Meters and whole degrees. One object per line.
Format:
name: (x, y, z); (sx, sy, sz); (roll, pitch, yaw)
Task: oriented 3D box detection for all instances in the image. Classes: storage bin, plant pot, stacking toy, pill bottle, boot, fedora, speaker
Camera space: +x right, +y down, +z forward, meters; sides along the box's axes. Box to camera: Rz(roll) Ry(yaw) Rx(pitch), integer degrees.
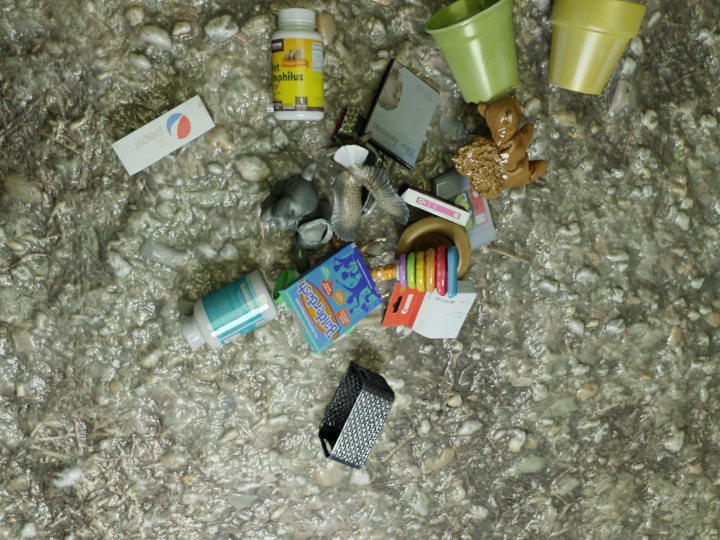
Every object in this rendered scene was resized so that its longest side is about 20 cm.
storage bin: (-0.012, 0.345, 1.319); (0.092, 0.135, 0.205); (25, 95, -19)
plant pot: (0.514, -0.515, 1.254); (0.193, 0.202, 0.195); (1, 119, -16)
stacking toy: (0.117, 0.001, 1.221); (0.192, 0.116, 0.114); (0, 91, 11)
plant pot: (0.258, -0.477, 1.194); (0.197, 0.201, 0.188); (-32, 120, -6)
pill bottle: (-0.127, -0.414, 1.125); (0.105, 0.109, 0.208); (-4, 103, -15)
boot: (-0.005, -0.240, 1.218); (0.150, 0.073, 0.210); (23, 88, -22)
fedora: (0.164, -0.045, 1.299); (0.193, 0.083, 0.207); (-5, 121, -8)
speaker: (-0.098, 0.072, 1.251); (0.196, 0.088, 0.090); (28, 94, -26)
pill bottle: (-0.284, 0.092, 1.195); (0.195, 0.111, 0.114); (-27, 109, -9)

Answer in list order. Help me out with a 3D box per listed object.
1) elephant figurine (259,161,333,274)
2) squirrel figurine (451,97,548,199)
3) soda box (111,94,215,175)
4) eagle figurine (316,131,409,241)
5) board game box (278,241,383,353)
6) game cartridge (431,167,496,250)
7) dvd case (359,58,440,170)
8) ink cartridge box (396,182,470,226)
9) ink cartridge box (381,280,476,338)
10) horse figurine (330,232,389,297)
elephant figurine: (-0.114, -0.100, 1.206); (0.200, 0.152, 0.144); (46, 55, -30)
squirrel figurine: (0.302, -0.272, 1.221); (0.198, 0.141, 0.189); (-39, 139, -13)
soda box: (-0.390, -0.272, 1.107); (0.196, 0.064, 0.069); (-33, 109, -7)
eagle figurine: (0.006, -0.172, 1.132); (0.147, 0.150, 0.208); (-17, 96, -32)
board game box: (-0.060, 0.056, 1.197); (0.198, 0.045, 0.155); (-36, 104, -27)
game cartridge: (0.245, -0.143, 1.336); (0.129, 0.041, 0.206); (-23, 108, -6)
dvd case: (0.090, -0.344, 1.216); (0.140, 0.017, 0.206); (28, 73, -21)
ink cartridge box: (0.148, -0.157, 1.247); (0.193, 0.095, 0.038); (19, 105, -5)
ink cartridge box: (0.162, 0.096, 1.319); (0.193, 0.048, 0.163); (-1, 136, -18)
horse figurine: (0.000, 0.000, 1.286); (0.127, 0.050, 0.208); (-5, 109, -4)
